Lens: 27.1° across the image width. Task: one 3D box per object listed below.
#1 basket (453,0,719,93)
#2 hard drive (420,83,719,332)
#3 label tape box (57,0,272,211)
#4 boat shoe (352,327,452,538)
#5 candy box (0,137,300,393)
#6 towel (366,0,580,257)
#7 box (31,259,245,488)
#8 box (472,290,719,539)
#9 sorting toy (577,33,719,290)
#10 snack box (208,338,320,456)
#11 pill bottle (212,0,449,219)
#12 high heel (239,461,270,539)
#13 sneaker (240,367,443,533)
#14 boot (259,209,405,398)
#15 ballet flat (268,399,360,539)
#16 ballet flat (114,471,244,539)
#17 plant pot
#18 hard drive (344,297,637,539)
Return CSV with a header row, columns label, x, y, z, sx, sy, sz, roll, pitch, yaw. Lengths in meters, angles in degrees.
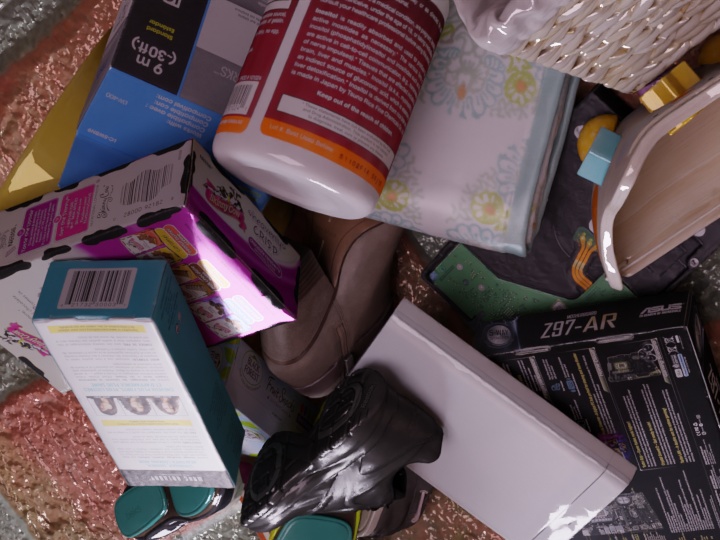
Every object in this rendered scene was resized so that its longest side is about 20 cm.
label,x,y,z,sx,sy,sz,roll,pitch,yaw
basket,0.148,-0.237,0.872,0.200,0.161,0.199,-39,55,29
hard drive,0.155,-0.018,1.074,0.140,0.038,0.200,43,121,3
label tape box,-0.105,-0.127,1.026,0.144,0.201,0.063,22,156,-19
boat shoe,0.043,0.127,1.180,0.067,0.057,0.200,51,128,45
candy box,-0.159,0.002,1.000,0.199,0.061,0.136,-18,138,22
towel,0.061,-0.125,1.029,0.171,0.048,0.201,16,93,19
box,-0.142,0.073,0.994,0.082,0.049,0.200,-1,142,13
box,0.186,0.117,1.080,0.160,0.044,0.200,-11,121,25
sorting toy,0.209,-0.084,0.912,0.200,0.180,0.107,-34,84,9
snack box,-0.127,0.094,1.165,0.142,0.200,0.053,7,71,21
pill bottle,-0.010,-0.144,0.961,0.113,0.113,0.201,19,81,16
high heel,-0.024,0.226,1.262,0.200,0.096,0.067,53,164,11
sneaker,-0.018,0.151,1.094,0.091,0.076,0.200,31,137,-21
boot,0.000,0.000,1.119,0.070,0.200,0.146,39,161,36
ballet flat,-0.031,0.180,1.193,0.067,0.067,0.201,15,109,-12
ballet flat,-0.140,0.179,1.248,0.073,0.073,0.200,51,142,-3
plant pot,-0.161,-0.049,1.122,0.189,0.201,0.201,33,122,-10
hard drive,0.082,0.119,1.076,0.200,0.027,0.132,36,138,2
